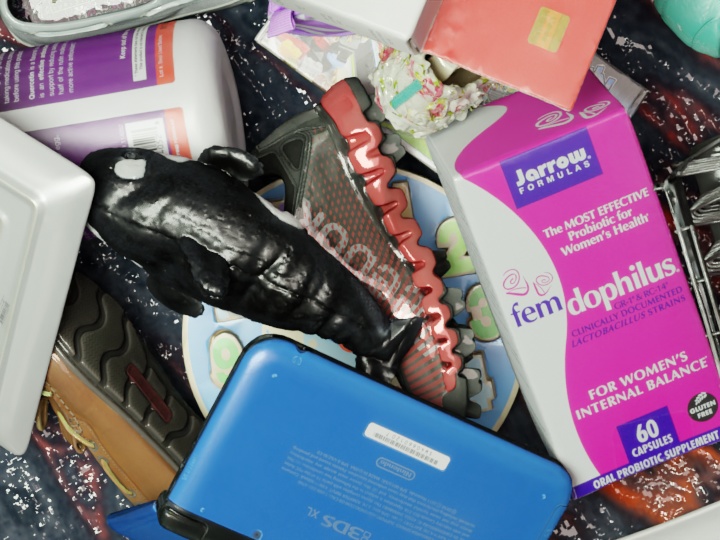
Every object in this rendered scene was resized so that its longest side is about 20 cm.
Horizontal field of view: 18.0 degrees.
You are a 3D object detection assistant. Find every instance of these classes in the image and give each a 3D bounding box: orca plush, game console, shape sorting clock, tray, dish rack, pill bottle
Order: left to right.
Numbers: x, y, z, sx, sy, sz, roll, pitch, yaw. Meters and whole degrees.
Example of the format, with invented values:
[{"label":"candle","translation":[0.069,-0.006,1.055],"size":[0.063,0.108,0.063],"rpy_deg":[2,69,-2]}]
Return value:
[{"label":"tray","translation":[-0.209,0.006,1.225],"size":[0.107,0.022,0.200],"rpy_deg":[31,127,15]},{"label":"pill bottle","translation":[-0.168,-0.071,1.274],"size":[0.199,0.112,0.113],"rpy_deg":[-9,94,5]},{"label":"orca plush","translation":[-0.069,0.009,1.189],"size":[0.200,0.071,0.105],"rpy_deg":[43,120,-8]},{"label":"game console","translation":[-0.014,0.127,1.246],"size":[0.199,0.118,0.171],"rpy_deg":[25,102,-17]},{"label":"shape sorting clock","translation":[-0.004,0.037,1.309],"size":[0.199,0.039,0.201],"rpy_deg":[0,94,4]},{"label":"dish rack","translation":[0.206,0.002,1.216],"size":[0.054,0.200,0.154],"rpy_deg":[-18,93,16]}]

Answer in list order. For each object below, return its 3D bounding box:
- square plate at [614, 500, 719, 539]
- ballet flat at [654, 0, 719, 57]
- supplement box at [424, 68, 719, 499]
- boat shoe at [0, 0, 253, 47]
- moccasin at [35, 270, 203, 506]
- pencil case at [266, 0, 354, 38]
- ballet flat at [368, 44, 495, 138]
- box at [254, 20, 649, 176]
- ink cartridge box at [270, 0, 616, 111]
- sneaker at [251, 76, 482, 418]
[{"label":"square plate","translation":[0.213,0.232,1.316],"size":[0.199,0.028,0.199],"rpy_deg":[-21,93,5]},{"label":"ballet flat","translation":[0.221,-0.218,1.263],"size":[0.070,0.067,0.201],"rpy_deg":[28,94,15]},{"label":"supplement box","translation":[0.119,0.005,1.238],"size":[0.101,0.103,0.201],"rpy_deg":[-22,109,0]},{"label":"boat shoe","translation":[-0.109,-0.173,1.281],"size":[0.200,0.072,0.070],"rpy_deg":[-21,92,2]},{"label":"moccasin","translation":[-0.147,0.074,1.293],"size":[0.078,0.074,0.201],"rpy_deg":[-26,118,31]},{"label":"pencil case","translation":[-0.023,-0.226,1.235],"size":[0.084,0.085,0.201],"rpy_deg":[-16,80,42]},{"label":"ballet flat","translation":[0.085,-0.146,1.234],"size":[0.076,0.064,0.200],"rpy_deg":[44,66,-6]},{"label":"box","translation":[0.052,-0.116,1.295],"size":[0.200,0.035,0.110],"rpy_deg":[35,96,0]},{"label":"ink cartridge box","translation":[0.061,-0.205,1.159],"size":[0.176,0.045,0.201],"rpy_deg":[22,88,12]},{"label":"sneaker","translation":[0.000,0.000,1.253],"size":[0.098,0.071,0.201],"rpy_deg":[-23,89,0]}]
